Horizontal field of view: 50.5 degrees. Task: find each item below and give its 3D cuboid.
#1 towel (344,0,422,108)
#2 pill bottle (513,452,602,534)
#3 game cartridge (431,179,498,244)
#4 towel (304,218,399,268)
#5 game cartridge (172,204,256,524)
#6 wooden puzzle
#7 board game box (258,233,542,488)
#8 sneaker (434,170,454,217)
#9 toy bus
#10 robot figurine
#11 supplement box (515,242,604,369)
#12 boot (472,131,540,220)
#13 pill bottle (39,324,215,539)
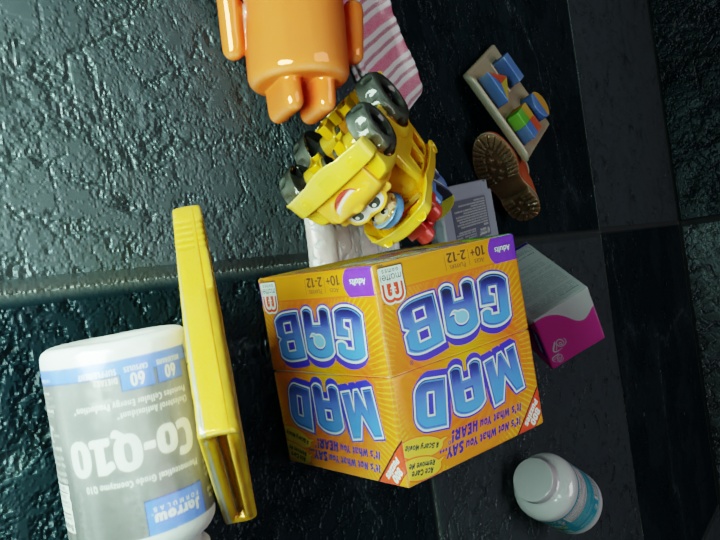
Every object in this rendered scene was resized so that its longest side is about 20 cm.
[{"bbox_3d":[0.028,-0.307,1.068,0.202,0.030,0.147,63,38,-26],"label":"towel"},{"bbox_3d":[0.331,0.378,1.303,0.199,0.109,0.112,37,54,-46],"label":"pill bottle"},{"bbox_3d":[0.164,-0.071,1.218,0.199,0.041,0.136,-18,102,-56],"label":"game cartridge"},{"bbox_3d":[0.000,0.000,0.959,0.190,0.032,0.204,-4,86,-56],"label":"towel"},{"bbox_3d":[-0.118,0.079,0.624,0.177,0.032,0.202,94,-15,-54],"label":"game cartridge"},{"bbox_3d":[0.275,-0.310,1.370,0.186,0.046,0.200,51,36,-10],"label":"wooden puzzle"},{"bbox_3d":[0.040,0.084,0.805,0.198,0.199,0.204,-12,94,-38],"label":"board game box"},{"bbox_3d":[0.044,-0.148,1.022,0.200,0.074,0.083,43,21,-31],"label":"sneaker"},{"bbox_3d":[0.023,-0.096,0.856,0.192,0.135,0.201,45,28,-19],"label":"toy bus"},{"bbox_3d":[-0.073,-0.266,0.831,0.117,0.141,0.204,14,71,-77],"label":"robot figurine"},{"bbox_3d":[0.286,0.051,1.222,0.102,0.102,0.200,62,-5,-26],"label":"supplement box"},{"bbox_3d":[0.254,-0.189,1.358,0.200,0.074,0.108,48,33,-40],"label":"boot"},{"bbox_3d":[-0.174,0.151,0.590,0.113,0.112,0.204,-12,93,-56],"label":"pill bottle"}]
